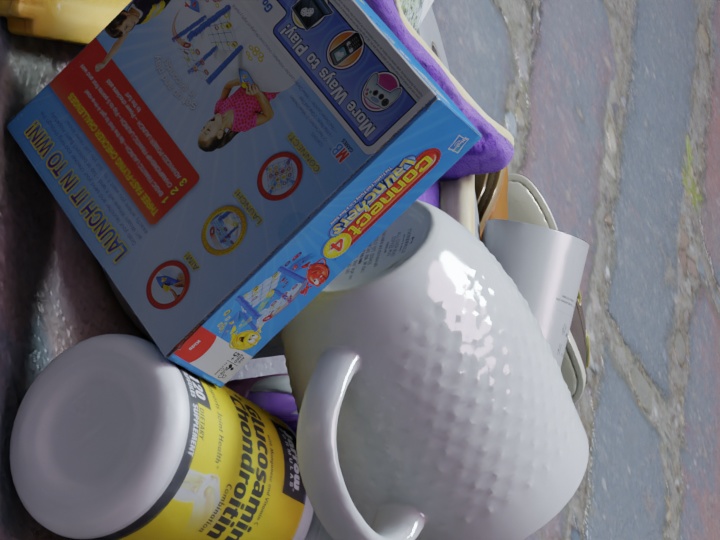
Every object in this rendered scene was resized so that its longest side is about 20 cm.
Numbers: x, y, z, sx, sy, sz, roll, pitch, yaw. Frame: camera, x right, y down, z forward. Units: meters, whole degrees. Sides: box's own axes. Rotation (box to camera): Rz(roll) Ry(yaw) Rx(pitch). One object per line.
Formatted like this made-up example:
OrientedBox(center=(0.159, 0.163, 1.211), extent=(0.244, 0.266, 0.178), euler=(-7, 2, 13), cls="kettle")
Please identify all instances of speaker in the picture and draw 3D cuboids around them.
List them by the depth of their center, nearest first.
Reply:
OrientedBox(center=(0.107, 0.066, 1.673), extent=(0.081, 0.081, 0.201), euler=(23, 79, -59), cls="speaker")

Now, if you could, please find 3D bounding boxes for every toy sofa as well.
OrientedBox(center=(0.013, -0.079, 1.371), extent=(0.200, 0.097, 0.083), euler=(47, 37, -47), cls="toy sofa")

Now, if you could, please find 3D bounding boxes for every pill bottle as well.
OrientedBox(center=(-0.094, 0.117, 1.270), extent=(0.200, 0.112, 0.112), euler=(36, 46, -54), cls="pill bottle")

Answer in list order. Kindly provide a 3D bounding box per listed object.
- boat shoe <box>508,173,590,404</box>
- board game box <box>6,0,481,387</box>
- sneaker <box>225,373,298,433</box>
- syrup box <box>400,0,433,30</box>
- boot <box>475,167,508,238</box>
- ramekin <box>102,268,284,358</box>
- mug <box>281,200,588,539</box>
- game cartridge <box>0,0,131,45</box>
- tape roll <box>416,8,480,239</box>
OrientedBox(center=(0.143, 0.012, 1.876), extent=(0.060, 0.072, 0.200), euler=(-51, 126, -67), cls="boat shoe")
OrientedBox(center=(-0.068, -0.075, 1.244), extent=(0.200, 0.196, 0.056), euler=(52, 10, 34), cls="board game box")
OrientedBox(center=(-0.025, 0.128, 1.458), extent=(0.200, 0.080, 0.089), euler=(40, 53, -51), cls="sneaker")
OrientedBox(center=(-0.004, -0.184, 1.518), extent=(0.079, 0.081, 0.200), euler=(96, 16, -46), cls="syrup box")
OrientedBox(center=(0.104, 0.004, 1.792), extent=(0.155, 0.074, 0.200), euler=(37, 58, -48), cls="boot")
OrientedBox(center=(-0.080, -0.038, 1.393), extent=(0.200, 0.105, 0.201), euler=(43, 40, -50), cls="ramekin")
OrientedBox(center=(0.023, 0.070, 1.279), extent=(0.200, 0.147, 0.176), euler=(-58, 133, -44), cls="mug")
OrientedBox(center=(-0.139, -0.230, 1.358), extent=(0.176, 0.032, 0.201), euler=(1, 96, -55), cls="game cartridge")
OrientedBox(center=(0.033, -0.105, 1.646), extent=(0.200, 0.066, 0.201), euler=(-12, 90, -82), cls="tape roll")
